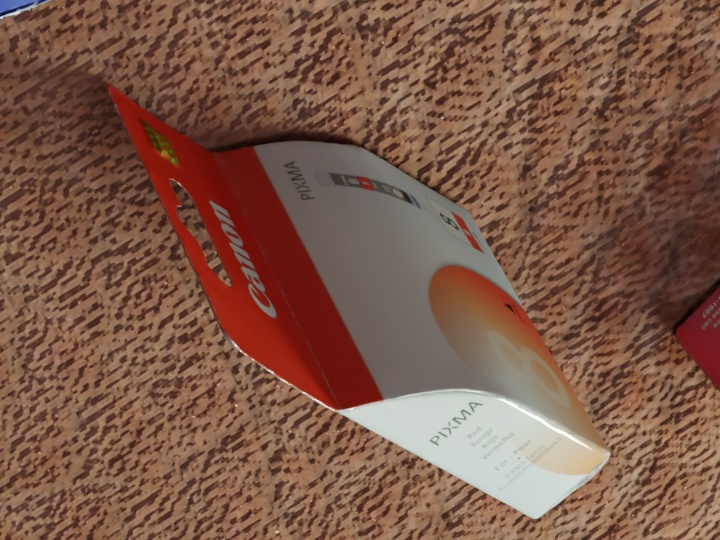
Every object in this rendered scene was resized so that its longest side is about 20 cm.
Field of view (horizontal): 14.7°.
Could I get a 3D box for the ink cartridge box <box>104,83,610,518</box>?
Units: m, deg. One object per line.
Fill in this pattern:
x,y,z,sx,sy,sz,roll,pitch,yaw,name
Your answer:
0.000,0.000,1.122,0.050,0.162,0.200,-41,136,14,ink cartridge box

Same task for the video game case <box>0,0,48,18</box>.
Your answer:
-0.155,-0.203,0.857,0.045,0.181,0.200,-21,132,-15,video game case

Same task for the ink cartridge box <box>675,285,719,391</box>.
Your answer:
0.263,0.052,1.291,0.145,0.200,0.084,-46,134,10,ink cartridge box
